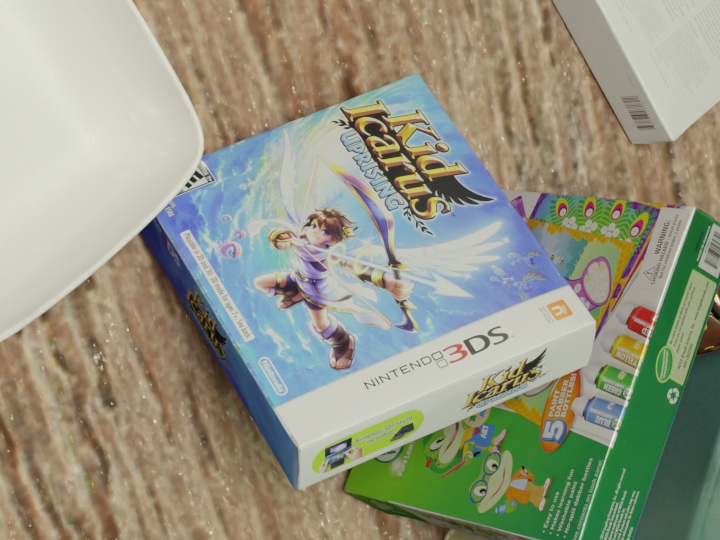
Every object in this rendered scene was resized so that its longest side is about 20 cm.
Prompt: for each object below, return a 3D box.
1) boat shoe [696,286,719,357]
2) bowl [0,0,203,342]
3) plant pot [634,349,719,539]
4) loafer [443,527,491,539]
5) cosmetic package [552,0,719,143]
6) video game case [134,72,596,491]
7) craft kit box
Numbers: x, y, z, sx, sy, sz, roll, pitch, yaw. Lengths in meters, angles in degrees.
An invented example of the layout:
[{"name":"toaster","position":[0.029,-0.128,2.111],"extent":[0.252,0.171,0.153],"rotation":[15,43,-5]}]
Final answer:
[{"name":"boat shoe","position":[0.199,0.010,1.334],"extent":[0.068,0.199,0.072],"rotation":[21,60,-68]},{"name":"bowl","position":[-0.205,-0.081,1.216],"extent":[0.200,0.075,0.200],"rotation":[-43,111,-26]},{"name":"plant pot","position":[0.233,0.101,1.443],"extent":[0.141,0.141,0.201],"rotation":[22,85,-28]},{"name":"loafer","position":[0.125,0.206,1.373],"extent":[0.200,0.076,0.068],"rotation":[38,38,8]},{"name":"cosmetic package","position":[0.185,-0.203,1.454],"extent":[0.151,0.052,0.201],"rotation":[-38,108,-22]},{"name":"video game case","position":[0.000,0.000,1.270],"extent":[0.181,0.046,0.200],"rotation":[-21,57,-20]},{"name":"craft kit box","position":[0.098,0.054,1.324],"extent":[0.048,0.197,0.201],"rotation":[28,77,-35]}]
